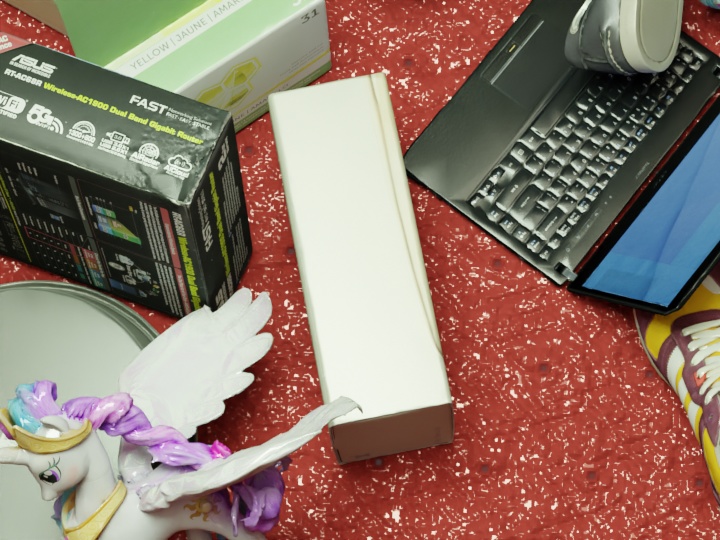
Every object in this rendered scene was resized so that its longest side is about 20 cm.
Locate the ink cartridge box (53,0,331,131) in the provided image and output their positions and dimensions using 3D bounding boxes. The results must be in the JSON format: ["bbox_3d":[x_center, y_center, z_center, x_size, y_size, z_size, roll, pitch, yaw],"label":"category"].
[{"bbox_3d":[-0.091,-0.134,1.325,0.145,0.200,0.048,-34,74,-10],"label":"ink cartridge box"}]

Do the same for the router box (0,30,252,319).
[{"bbox_3d":[-0.144,-0.047,1.301,0.149,0.200,0.062,21,70,8],"label":"router box"}]

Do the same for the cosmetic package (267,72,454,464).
[{"bbox_3d":[0.000,0.000,1.333,0.073,0.104,0.201,-12,74,-1],"label":"cosmetic package"}]

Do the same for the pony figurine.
[{"bbox_3d":[-0.098,0.120,1.257,0.193,0.201,0.167,-27,29,-15],"label":"pony figurine"}]

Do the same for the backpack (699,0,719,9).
[{"bbox_3d":[0.280,-0.228,1.372,0.126,0.167,0.201,18,77,28],"label":"backpack"}]

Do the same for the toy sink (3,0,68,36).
[{"bbox_3d":[-0.126,-0.237,1.405,0.130,0.112,0.200,30,76,11],"label":"toy sink"}]

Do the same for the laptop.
[{"bbox_3d":[0.151,-0.085,1.350,0.200,0.103,0.177,37,78,13],"label":"laptop"}]

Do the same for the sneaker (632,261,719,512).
[{"bbox_3d":[0.213,0.065,1.308,0.075,0.090,0.201,-22,74,-4],"label":"sneaker"}]

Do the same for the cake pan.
[{"bbox_3d":[-0.195,0.097,1.347,0.199,0.037,0.201,-1,73,2],"label":"cake pan"}]

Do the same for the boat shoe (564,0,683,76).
[{"bbox_3d":[0.157,-0.210,1.369,0.063,0.073,0.201,-5,69,38],"label":"boat shoe"}]
